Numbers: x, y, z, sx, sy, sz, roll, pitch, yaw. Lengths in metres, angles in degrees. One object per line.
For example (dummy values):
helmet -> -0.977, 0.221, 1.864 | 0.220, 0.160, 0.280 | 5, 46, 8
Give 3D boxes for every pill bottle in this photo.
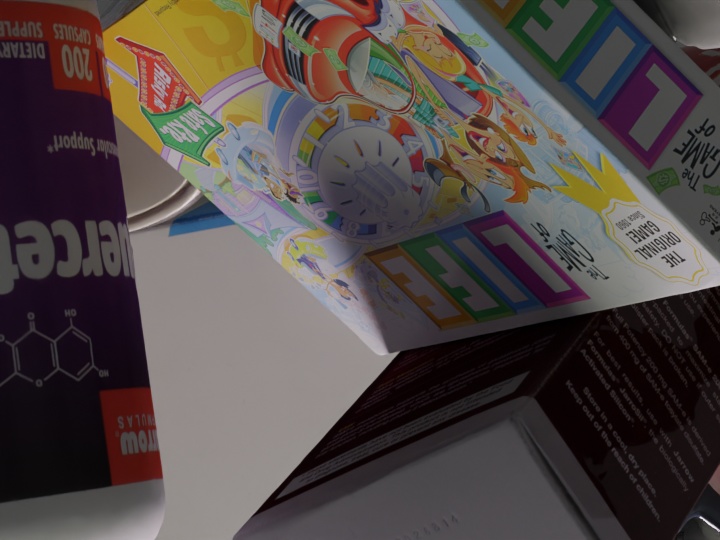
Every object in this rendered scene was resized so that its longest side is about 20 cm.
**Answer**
pill bottle -> -0.113, 0.018, 0.592 | 0.112, 0.200, 0.112 | -9, 177, -1

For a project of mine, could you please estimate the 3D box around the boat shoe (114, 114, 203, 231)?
boat shoe -> -0.116, -0.046, 0.752 | 0.200, 0.067, 0.057 | -5, -161, 38

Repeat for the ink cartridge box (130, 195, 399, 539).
ink cartridge box -> 0.000, 0.000, 0.817 | 0.129, 0.125, 0.200 | -10, -161, 29

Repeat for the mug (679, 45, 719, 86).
mug -> 0.229, -0.032, 0.913 | 0.200, 0.178, 0.133 | -15, 176, 27

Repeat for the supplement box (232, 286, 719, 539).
supplement box -> 0.060, 0.032, 0.652 | 0.109, 0.061, 0.200 | -28, -168, 39

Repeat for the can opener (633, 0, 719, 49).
can opener -> 0.066, -0.081, 0.571 | 0.200, 0.053, 0.066 | -6, -145, 45

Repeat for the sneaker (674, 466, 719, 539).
sneaker -> 0.126, 0.074, 0.966 | 0.079, 0.130, 0.199 | -16, 177, 23

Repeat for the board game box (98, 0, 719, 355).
board game box -> 0.008, -0.041, 0.585 | 0.034, 0.134, 0.200 | -53, -166, -21
